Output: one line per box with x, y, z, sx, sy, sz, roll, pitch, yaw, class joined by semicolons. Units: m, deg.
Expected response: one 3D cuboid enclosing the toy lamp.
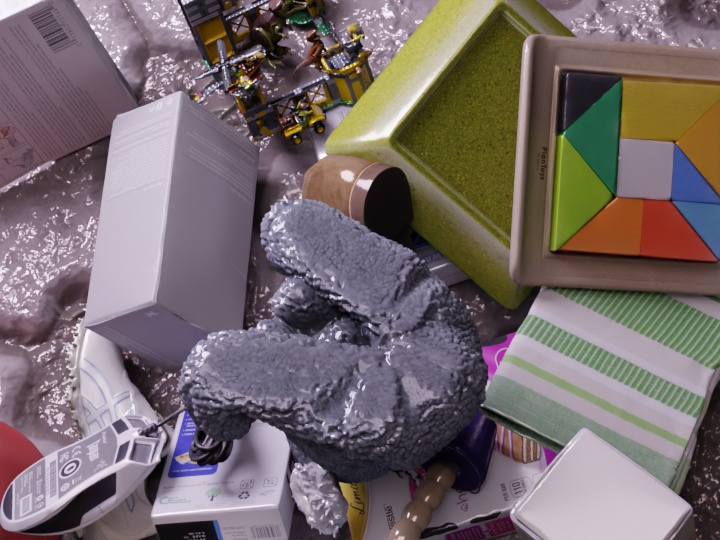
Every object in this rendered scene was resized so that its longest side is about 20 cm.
0.036;0.175;1.072;0.058;0.058;0.200;23;56;21;toy lamp

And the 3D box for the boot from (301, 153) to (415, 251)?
0.000;0.000;1.193;0.075;0.201;0.074;21;39;36;boot

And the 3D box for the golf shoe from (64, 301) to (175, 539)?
-0.189;0.121;1.239;0.097;0.078;0.201;-1;73;0;golf shoe

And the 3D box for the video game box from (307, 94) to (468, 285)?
0.072;-0.081;1.277;0.199;0.047;0.183;-20;61;4;video game box

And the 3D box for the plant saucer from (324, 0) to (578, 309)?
0.109;-0.106;1.176;0.200;0.048;0.200;40;84;-9;plant saucer

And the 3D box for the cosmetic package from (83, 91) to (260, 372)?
-0.150;-0.030;1.255;0.090;0.107;0.201;-15;55;34;cosmetic package

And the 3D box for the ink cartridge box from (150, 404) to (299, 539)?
-0.094;0.130;1.194;0.099;0.039;0.200;-6;35;11;ink cartridge box

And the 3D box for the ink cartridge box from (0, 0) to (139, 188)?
-0.300;-0.155;1.312;0.176;0.200;0.045;-26;62;0;ink cartridge box

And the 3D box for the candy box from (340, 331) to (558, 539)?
0.080;0.133;1.168;0.199;0.061;0.137;-18;63;5;candy box

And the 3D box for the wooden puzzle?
0.211;-0.077;1.152;0.199;0.037;0.186;3;91;-14;wooden puzzle

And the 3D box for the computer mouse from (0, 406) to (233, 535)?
-0.177;0.144;1.153;0.199;0.044;0.110;-29;32;7;computer mouse

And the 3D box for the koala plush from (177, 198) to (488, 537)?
-0.007;0.087;1.060;0.183;0.200;0.178;23;62;11;koala plush

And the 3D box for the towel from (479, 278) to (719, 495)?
0.190;0.066;1.139;0.152;0.023;0.200;27;51;7;towel

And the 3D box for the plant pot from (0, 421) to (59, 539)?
-0.354;0.179;1.185;0.200;0.177;0.201;-5;64;12;plant pot

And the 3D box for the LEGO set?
-0.080;-0.212;1.305;0.153;0.116;0.200;-20;46;2;LEGO set

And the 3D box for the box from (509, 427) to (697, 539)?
0.170;0.191;1.041;0.095;0.200;0.078;37;78;25;box
